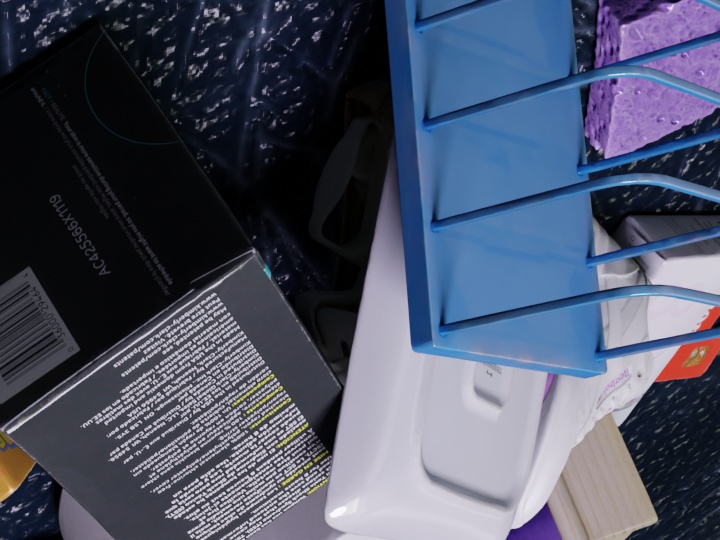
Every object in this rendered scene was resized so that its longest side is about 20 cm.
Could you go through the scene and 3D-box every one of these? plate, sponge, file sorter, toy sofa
[{"bbox_3d":[0.053,0.039,1.009,0.200,0.032,0.200,28,70,-61],"label":"plate"},{"bbox_3d":[0.214,-0.141,1.129,0.200,0.030,0.112,-26,147,-15],"label":"sponge"},{"bbox_3d":[0.104,-0.065,0.931,0.123,0.200,0.139,-14,164,37],"label":"file sorter"},{"bbox_3d":[0.106,0.170,1.340,0.097,0.083,0.200,-14,158,-20],"label":"toy sofa"}]

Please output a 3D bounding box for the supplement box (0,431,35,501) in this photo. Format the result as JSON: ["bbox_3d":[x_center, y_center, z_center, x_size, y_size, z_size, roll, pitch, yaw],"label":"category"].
[{"bbox_3d":[-0.243,0.116,0.956,0.200,0.067,0.069,-35,-171,11],"label":"supplement box"}]

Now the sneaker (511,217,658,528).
[{"bbox_3d":[0.122,0.063,1.157,0.100,0.200,0.075,37,145,-24],"label":"sneaker"}]

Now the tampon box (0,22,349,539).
[{"bbox_3d":[-0.102,0.023,0.930,0.126,0.150,0.200,-34,149,-4],"label":"tampon box"}]

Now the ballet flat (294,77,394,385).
[{"bbox_3d":[0.000,0.000,1.025,0.065,0.070,0.200,7,92,-30],"label":"ballet flat"}]

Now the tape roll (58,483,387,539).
[{"bbox_3d":[-0.046,0.145,1.132,0.202,0.139,0.203,-24,147,-16],"label":"tape roll"}]

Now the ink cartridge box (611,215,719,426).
[{"bbox_3d":[0.207,0.034,1.340,0.200,0.057,0.163,2,133,-38],"label":"ink cartridge box"}]
